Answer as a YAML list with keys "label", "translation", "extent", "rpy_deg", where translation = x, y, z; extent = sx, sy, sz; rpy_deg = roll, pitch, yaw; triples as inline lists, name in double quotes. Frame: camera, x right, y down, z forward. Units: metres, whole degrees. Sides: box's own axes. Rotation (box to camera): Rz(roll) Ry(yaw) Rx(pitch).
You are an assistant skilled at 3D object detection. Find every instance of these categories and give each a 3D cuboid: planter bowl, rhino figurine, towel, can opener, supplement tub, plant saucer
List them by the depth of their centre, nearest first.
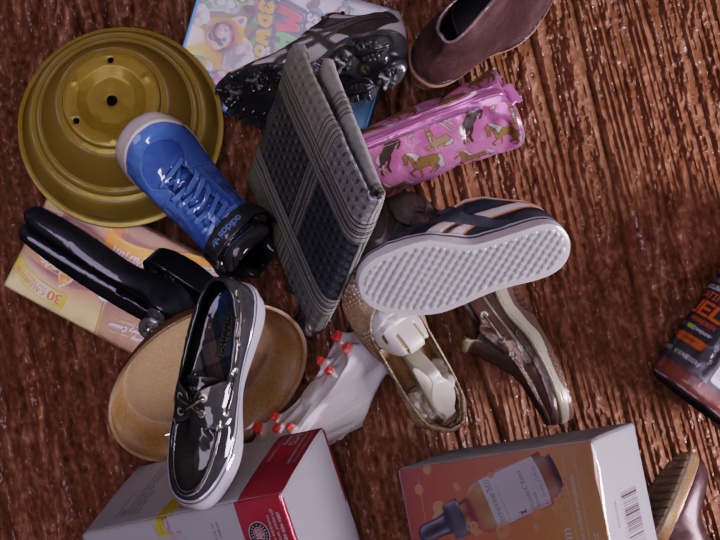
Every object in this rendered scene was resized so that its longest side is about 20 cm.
- label: "towel"
  translation: [-0.041, -0.077, 1.425]
  extent: [0.034, 0.193, 0.201]
  rpy_deg: [-8, 54, -26]
- label: "supplement tub"
  translation: [0.368, 0.044, 1.458]
  extent: [0.107, 0.107, 0.201]
  rpy_deg: [36, 89, 4]
- label: "can opener"
  translation: [-0.231, 0.004, 1.463]
  extent: [0.199, 0.079, 0.064]
  rpy_deg: [25, 131, 1]
- label: "plant saucer"
  translation: [-0.147, 0.096, 1.464]
  extent: [0.199, 0.200, 0.036]
  rpy_deg: [-35, 50, 1]
- label: "planter bowl"
  translation: [-0.229, -0.148, 1.472]
  extent: [0.198, 0.084, 0.202]
  rpy_deg: [1, 77, -3]
- label: "rhino figurine"
  translation: [0.000, 0.000, 1.495]
  extent: [0.200, 0.088, 0.060]
  rpy_deg: [-39, 128, 2]

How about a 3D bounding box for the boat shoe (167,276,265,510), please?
- label: "boat shoe"
  translation: [-0.133, 0.102, 1.339]
  extent: [0.068, 0.057, 0.202]
  rpy_deg: [5, 75, 25]

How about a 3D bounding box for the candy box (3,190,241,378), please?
- label: "candy box"
  translation: [-0.229, 0.010, 1.516]
  extent: [0.199, 0.055, 0.116]
  rpy_deg: [27, 89, 3]

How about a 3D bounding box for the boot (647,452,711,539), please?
- label: "boot"
  translation: [0.334, 0.288, 1.474]
  extent: [0.165, 0.072, 0.202]
  rpy_deg: [20, 87, -9]

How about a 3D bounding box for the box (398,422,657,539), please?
- label: "box"
  translation: [0.155, 0.233, 1.423]
  extent: [0.199, 0.106, 0.154]
  rpy_deg: [-14, 87, 31]

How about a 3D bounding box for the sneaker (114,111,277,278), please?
- label: "sneaker"
  translation: [-0.140, -0.062, 1.428]
  extent: [0.077, 0.200, 0.111]
  rpy_deg: [-45, 55, -8]

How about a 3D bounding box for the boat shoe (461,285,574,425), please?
- label: "boat shoe"
  translation: [0.130, 0.063, 1.487]
  extent: [0.074, 0.075, 0.204]
  rpy_deg: [-25, 75, -5]

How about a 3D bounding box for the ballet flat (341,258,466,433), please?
- label: "ballet flat"
  translation: [0.048, 0.073, 1.450]
  extent: [0.070, 0.065, 0.201]
  rpy_deg: [-41, 121, -13]

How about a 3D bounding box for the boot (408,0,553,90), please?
- label: "boot"
  translation: [0.129, -0.246, 1.440]
  extent: [0.200, 0.166, 0.072]
  rpy_deg: [-43, 88, -13]

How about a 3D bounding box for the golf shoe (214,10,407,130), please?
- label: "golf shoe"
  translation: [-0.042, -0.195, 1.495]
  extent: [0.198, 0.095, 0.078]
  rpy_deg: [-10, 129, 23]

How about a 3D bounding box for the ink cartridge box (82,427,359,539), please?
- label: "ink cartridge box"
  translation: [-0.120, 0.251, 1.419]
  extent: [0.198, 0.145, 0.147]
  rpy_deg: [-13, 105, 18]

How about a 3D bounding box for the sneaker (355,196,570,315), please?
- label: "sneaker"
  translation: [0.085, -0.015, 1.423]
  extent: [0.198, 0.080, 0.079]
  rpy_deg: [-10, 119, -13]

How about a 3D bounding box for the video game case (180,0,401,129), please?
- label: "video game case"
  translation: [-0.074, -0.211, 1.535]
  extent: [0.198, 0.018, 0.144]
  rpy_deg: [17, 88, 3]

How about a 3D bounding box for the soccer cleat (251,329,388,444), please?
- label: "soccer cleat"
  translation: [-0.041, 0.147, 1.497]
  extent: [0.077, 0.069, 0.200]
  rpy_deg: [35, 100, -29]

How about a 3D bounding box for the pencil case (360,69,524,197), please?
- label: "pencil case"
  translation: [0.057, -0.123, 1.483]
  extent: [0.198, 0.087, 0.083]
  rpy_deg: [-21, 111, -5]
